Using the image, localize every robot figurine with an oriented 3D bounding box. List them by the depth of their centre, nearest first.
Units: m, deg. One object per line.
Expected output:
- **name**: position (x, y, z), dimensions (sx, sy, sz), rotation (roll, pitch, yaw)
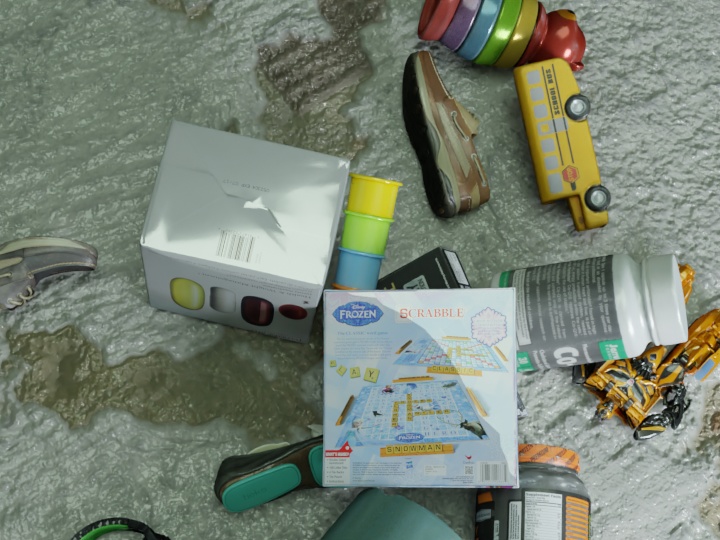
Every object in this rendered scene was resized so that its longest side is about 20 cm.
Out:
- **robot figurine**: position (0.333, 0.092, 1.455), dimensions (0.145, 0.058, 0.200), rotation (41, 71, 11)

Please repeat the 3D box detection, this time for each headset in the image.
- **headset**: position (-0.216, 0.320, 1.292), dimensions (0.198, 0.094, 0.124), rotation (16, 69, 11)

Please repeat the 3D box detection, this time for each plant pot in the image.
- **plant pot**: position (0.008, 0.337, 1.270), dimensions (0.200, 0.201, 0.196), rotation (35, 62, 7)

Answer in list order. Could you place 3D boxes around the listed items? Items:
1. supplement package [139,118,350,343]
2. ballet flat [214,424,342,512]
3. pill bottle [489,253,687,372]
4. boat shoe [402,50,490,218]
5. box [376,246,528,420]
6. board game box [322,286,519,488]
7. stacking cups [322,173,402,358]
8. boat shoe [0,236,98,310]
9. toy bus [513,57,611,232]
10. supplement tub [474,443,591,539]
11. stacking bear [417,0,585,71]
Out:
- **supplement package**: position (-0.123, -0.036, 1.373), dimensions (0.190, 0.200, 0.148), rotation (13, 70, -1)
- **ballet flat**: position (-0.060, 0.199, 1.364), dimensions (0.198, 0.068, 0.069), rotation (-11, 33, -4)
- **pill bottle**: position (0.247, 0.043, 1.397), dimensions (0.198, 0.113, 0.114), rotation (-9, 69, 18)
- **boat shoe**: position (0.102, -0.161, 1.517), dimensions (0.073, 0.076, 0.202), rotation (-11, 80, -16)
- **box**: position (0.068, 0.099, 1.386), dimensions (0.157, 0.050, 0.201), rotation (-29, 73, 22)
- **board game box**: position (0.061, 0.119, 1.306), dimensions (0.198, 0.041, 0.201), rotation (0, 82, 7)
- **stacking cups**: position (0.000, 0.000, 1.370), dimensions (0.060, 0.061, 0.202), rotation (9, 91, -3)
- **boat shoe**: position (-0.383, 0.008, 1.403), dimensions (0.198, 0.075, 0.074), rotation (-6, 81, 1)
- **toy bus**: position (0.237, -0.144, 1.504), dimensions (0.078, 0.065, 0.202), rotation (-12, 88, 6)
- **supplement tub**: position (0.178, 0.289, 1.334), dimensions (0.121, 0.123, 0.202), rotation (6, 69, -4)
- **stacking bear**: position (0.180, -0.296, 1.552), dimensions (0.199, 0.122, 0.114), rotation (20, 113, -10)
